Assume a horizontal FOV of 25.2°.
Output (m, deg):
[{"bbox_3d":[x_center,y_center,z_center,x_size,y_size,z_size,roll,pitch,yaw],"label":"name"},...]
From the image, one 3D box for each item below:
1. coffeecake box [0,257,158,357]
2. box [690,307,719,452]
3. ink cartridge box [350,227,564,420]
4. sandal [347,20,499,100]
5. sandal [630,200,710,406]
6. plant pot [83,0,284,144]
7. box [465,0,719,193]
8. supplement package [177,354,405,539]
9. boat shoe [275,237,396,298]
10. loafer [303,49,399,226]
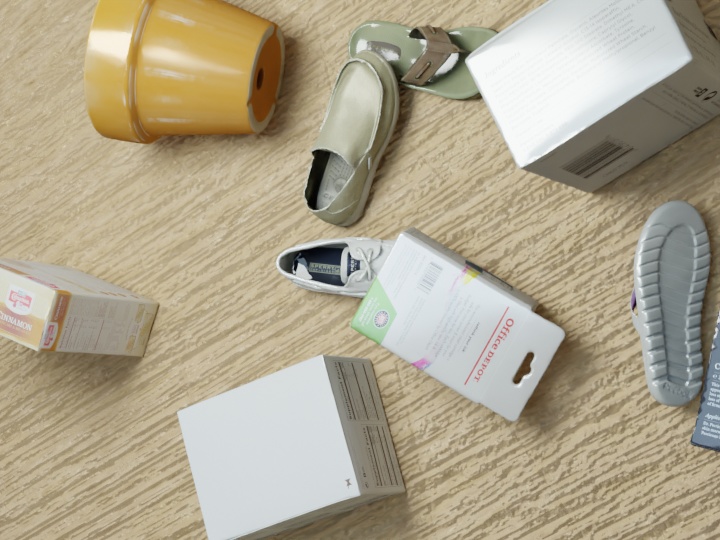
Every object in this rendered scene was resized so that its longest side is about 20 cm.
[{"bbox_3d":[-0.359,0.041,1.876,0.152,0.200,0.074,20,95,28],"label":"coffeecake box"},{"bbox_3d":[0.432,0.096,1.500,0.198,0.104,0.184,13,93,28],"label":"box"},{"bbox_3d":[0.106,0.056,1.674,0.199,0.067,0.118,31,101,8],"label":"ink cartridge box"},{"bbox_3d":[0.067,-0.233,1.753,0.199,0.057,0.081,9,90,29],"label":"sandal"},{"bbox_3d":[0.301,0.032,1.604,0.050,0.082,0.205,177,96,-71],"label":"sandal"},{"bbox_3d":[-0.190,-0.235,1.828,0.181,0.200,0.202,11,91,13],"label":"plant pot"},{"bbox_3d":[0.243,-0.190,1.574,0.199,0.198,0.132,-32,72,22],"label":"box"},{"bbox_3d":[-0.077,0.198,1.761,0.199,0.111,0.157,-22,76,24],"label":"supplement package"},{"bbox_3d":[0.000,0.000,1.763,0.198,0.065,0.074,-4,83,28],"label":"boat shoe"},{"bbox_3d":[-0.012,-0.142,1.765,0.075,0.068,0.202,20,106,27],"label":"loafer"}]
